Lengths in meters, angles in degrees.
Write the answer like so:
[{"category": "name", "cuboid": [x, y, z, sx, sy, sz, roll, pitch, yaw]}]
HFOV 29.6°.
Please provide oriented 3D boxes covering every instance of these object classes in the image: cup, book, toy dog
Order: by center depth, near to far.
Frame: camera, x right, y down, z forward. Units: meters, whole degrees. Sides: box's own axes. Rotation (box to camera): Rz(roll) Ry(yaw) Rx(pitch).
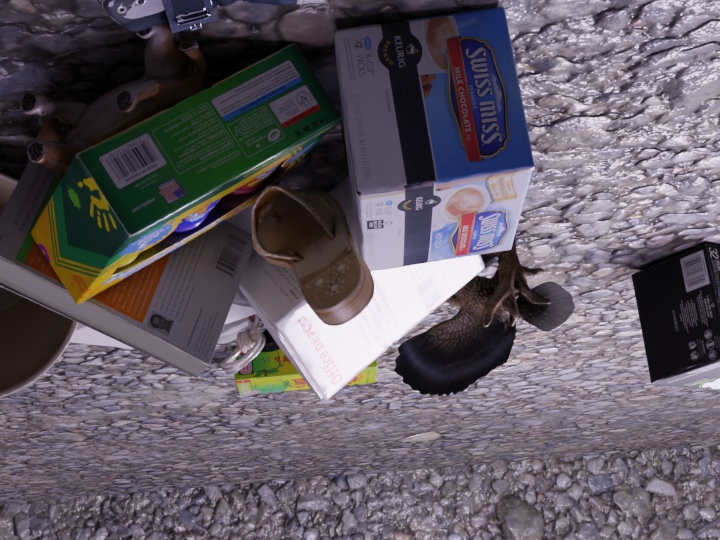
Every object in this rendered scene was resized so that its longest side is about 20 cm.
[{"category": "book", "cuboid": [-0.195, -0.016, 1.116, 0.199, 0.134, 0.048, 28, 147, -14]}, {"category": "cup", "cuboid": [-0.342, 0.000, 1.203, 0.199, 0.202, 0.143, -3, -169, -8]}, {"category": "toy dog", "cuboid": [-0.097, 0.000, 1.384, 0.200, 0.096, 0.132, -38, -161, 7]}]

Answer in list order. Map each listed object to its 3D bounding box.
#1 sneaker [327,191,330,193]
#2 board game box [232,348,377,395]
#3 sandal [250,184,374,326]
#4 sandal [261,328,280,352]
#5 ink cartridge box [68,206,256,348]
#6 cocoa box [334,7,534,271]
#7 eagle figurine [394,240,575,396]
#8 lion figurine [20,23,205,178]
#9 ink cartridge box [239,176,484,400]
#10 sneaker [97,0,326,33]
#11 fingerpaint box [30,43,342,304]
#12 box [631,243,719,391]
[{"category": "sneaker", "cuboid": [0.041, -0.043, 1.346, 0.092, 0.076, 0.199, -26, 156, 39]}, {"category": "board game box", "cuboid": [-0.078, 0.135, 1.930, 0.198, 0.048, 0.102, -5, 163, -3]}, {"category": "sandal", "cuboid": [-0.052, -0.037, 1.079, 0.077, 0.212, 0.070, -37, 124, 0]}, {"category": "sandal", "cuboid": [-0.024, 0.056, 1.371, 0.199, 0.048, 0.075, -20, -165, 29]}, {"category": "ink cartridge box", "cuboid": [-0.203, -0.007, 1.277, 0.199, 0.130, 0.125, -18, 161, 37]}, {"category": "cocoa box", "cuboid": [0.054, -0.095, 1.060, 0.130, 0.134, 0.200, -8, 163, -1]}, {"category": "eagle figurine", "cuboid": [0.131, 0.043, 1.568, 0.151, 0.152, 0.200, -19, 160, -31]}, {"category": "lion figurine", "cuboid": [-0.174, -0.121, 1.014, 0.199, 0.073, 0.122, -19, 170, 24]}, {"category": "ink cartridge box", "cuboid": [0.000, 0.000, 1.226, 0.200, 0.083, 0.147, -39, 144, -8]}, {"category": "sneaker", "cuboid": [-0.089, -0.199, 0.770, 0.145, 0.078, 0.202, -7, 165, -5]}, {"category": "fingerpaint box", "cuboid": [-0.134, -0.070, 1.035, 0.199, 0.074, 0.167, -32, 178, -31]}, {"category": "box", "cuboid": [0.459, 0.064, 1.701, 0.199, 0.150, 0.124, 9, 156, -39]}]
